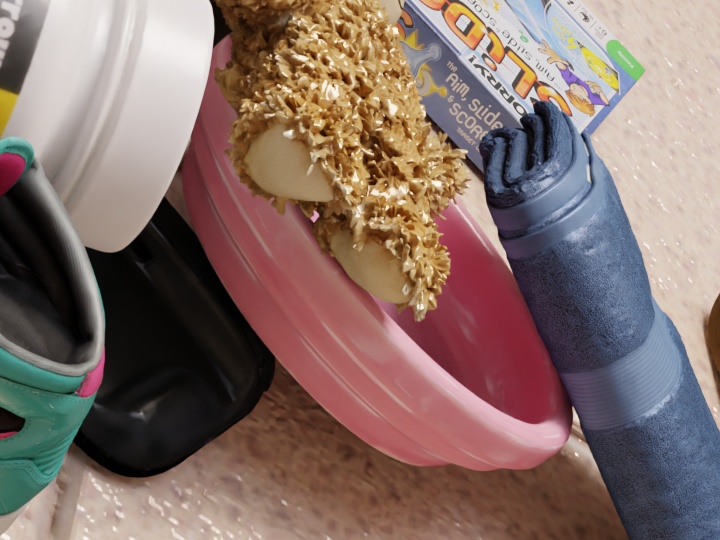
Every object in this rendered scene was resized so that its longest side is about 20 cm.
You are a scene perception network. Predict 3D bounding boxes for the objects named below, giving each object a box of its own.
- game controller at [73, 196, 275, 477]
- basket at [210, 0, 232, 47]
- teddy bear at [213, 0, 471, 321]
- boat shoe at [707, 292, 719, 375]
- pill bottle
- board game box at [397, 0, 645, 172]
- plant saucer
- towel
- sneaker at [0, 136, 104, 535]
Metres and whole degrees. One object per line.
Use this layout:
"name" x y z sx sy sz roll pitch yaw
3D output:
"game controller" -0.115 -0.018 1.031 0.200 0.042 0.104 50 47 5
"basket" -0.058 -0.196 1.182 0.135 0.180 0.201 -12 70 -22
"teddy bear" -0.006 -0.068 1.017 0.145 0.067 0.200 49 17 -15
"boat shoe" 0.210 0.077 1.272 0.064 0.071 0.201 26 37 -29
"pill bottle" -0.157 -0.082 0.940 0.199 0.114 0.115 19 40 -20
"board game box" 0.035 -0.133 1.326 0.200 0.034 0.135 46 32 -2
"plant saucer" 0.000 0.000 1.091 0.201 0.051 0.201 45 17 -17
"towel" 0.104 0.037 1.122 0.112 0.048 0.201 -86 153 -71
"sneaker" -0.157 -0.006 0.880 0.200 0.121 0.084 35 34 -18
